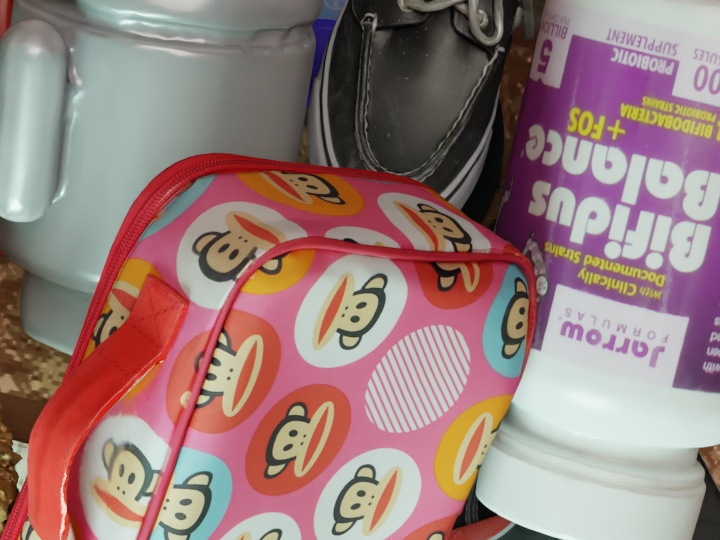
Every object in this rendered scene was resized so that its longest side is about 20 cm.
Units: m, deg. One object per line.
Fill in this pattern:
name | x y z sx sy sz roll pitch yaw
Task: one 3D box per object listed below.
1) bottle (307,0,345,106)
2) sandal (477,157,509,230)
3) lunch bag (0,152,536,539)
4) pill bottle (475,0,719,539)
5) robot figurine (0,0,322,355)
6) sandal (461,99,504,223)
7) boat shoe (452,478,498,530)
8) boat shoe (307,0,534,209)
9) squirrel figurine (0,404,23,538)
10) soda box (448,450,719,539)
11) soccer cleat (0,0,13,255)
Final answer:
bottle | 0.023 -0.162 0.963 0.083 0.065 0.201 13 79 -8
sandal | 0.082 -0.035 0.949 0.054 0.082 0.200 32 77 6
lunch bag | -0.041 0.063 0.781 0.176 0.082 0.201 4 116 -47
pill bottle | 0.102 -0.005 0.841 0.112 0.112 0.201 10 98 -9
robot figurine | -0.077 -0.064 0.862 0.112 0.169 0.201 18 109 26
sandal | 0.001 0.001 0.911 0.075 0.048 0.201 25 98 -16
boat shoe | 0.102 0.047 0.945 0.072 0.068 0.200 46 76 -1
boat shoe | 0.033 -0.106 0.865 0.073 0.068 0.200 21 65 1
squirrel figurine | -0.185 0.037 0.819 0.200 0.186 0.142 44 49 -13
soda box | 0.053 0.141 0.896 0.199 0.071 0.064 -17 130 -5
soccer cleat | -0.161 -0.074 0.919 0.068 0.085 0.201 12 100 -51
